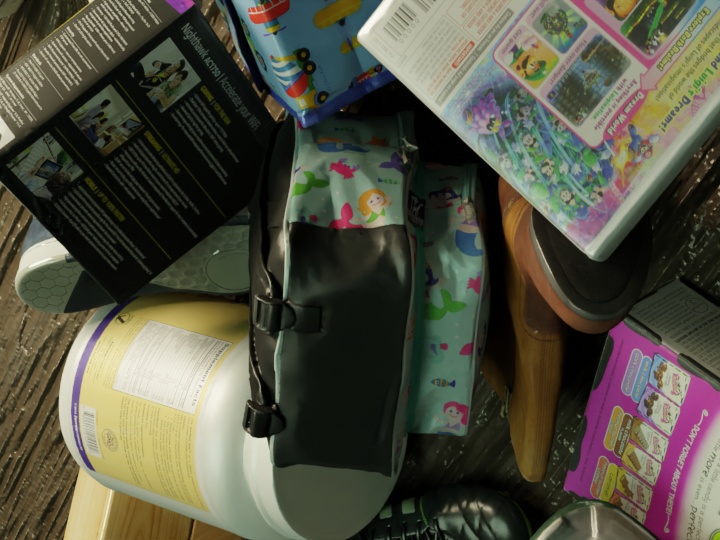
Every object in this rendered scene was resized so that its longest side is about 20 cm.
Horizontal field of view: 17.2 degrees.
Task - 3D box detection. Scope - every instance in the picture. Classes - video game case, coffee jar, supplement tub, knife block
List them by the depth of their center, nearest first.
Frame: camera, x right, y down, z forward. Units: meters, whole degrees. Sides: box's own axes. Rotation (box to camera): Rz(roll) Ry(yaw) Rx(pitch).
[{"bbox_3d":[0.121,-0.138,1.211,0.182,0.024,0.200,44,104,20],"label":"video game case"},{"bbox_3d":[0.135,0.201,1.357,0.104,0.085,0.200,43,167,13],"label":"coffee jar"},{"bbox_3d":[-0.083,0.093,1.540,0.199,0.145,0.146,13,120,42],"label":"supplement tub"},{"bbox_3d":[-0.176,0.190,1.671,0.064,0.175,0.201,-25,92,49],"label":"knife block"}]

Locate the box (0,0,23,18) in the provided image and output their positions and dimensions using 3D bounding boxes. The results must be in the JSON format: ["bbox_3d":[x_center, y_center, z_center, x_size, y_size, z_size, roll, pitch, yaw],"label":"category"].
[{"bbox_3d":[-0.310,-0.263,1.626,0.200,0.095,0.078,56,140,10],"label":"box"}]

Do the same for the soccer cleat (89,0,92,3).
[{"bbox_3d":[-0.216,-0.241,1.555,0.200,0.070,0.087,44,137,20],"label":"soccer cleat"}]

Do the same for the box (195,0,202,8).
[{"bbox_3d":[-0.153,-0.256,1.417,0.158,0.048,0.201,119,129,-81],"label":"box"}]

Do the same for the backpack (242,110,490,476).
[{"bbox_3d":[0.000,0.000,1.382,0.200,0.150,0.178,-103,15,-56],"label":"backpack"}]

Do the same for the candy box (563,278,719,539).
[{"bbox_3d":[0.216,0.115,1.298,0.200,0.061,0.137,37,134,28],"label":"candy box"}]

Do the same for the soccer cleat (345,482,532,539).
[{"bbox_3d":[0.027,0.178,1.519,0.200,0.081,0.068,-9,104,49],"label":"soccer cleat"}]

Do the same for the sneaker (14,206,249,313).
[{"bbox_3d":[-0.123,-0.054,1.556,0.201,0.147,0.077,-6,138,7],"label":"sneaker"}]

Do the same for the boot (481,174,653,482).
[{"bbox_3d":[0.100,0.035,1.315,0.189,0.068,0.201,-113,26,-52],"label":"boot"}]

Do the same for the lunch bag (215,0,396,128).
[{"bbox_3d":[-0.055,-0.184,1.394,0.151,0.094,0.200,66,166,-20],"label":"lunch bag"}]

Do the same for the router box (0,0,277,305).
[{"bbox_3d":[-0.131,-0.077,1.396,0.051,0.149,0.200,51,178,29],"label":"router box"}]
